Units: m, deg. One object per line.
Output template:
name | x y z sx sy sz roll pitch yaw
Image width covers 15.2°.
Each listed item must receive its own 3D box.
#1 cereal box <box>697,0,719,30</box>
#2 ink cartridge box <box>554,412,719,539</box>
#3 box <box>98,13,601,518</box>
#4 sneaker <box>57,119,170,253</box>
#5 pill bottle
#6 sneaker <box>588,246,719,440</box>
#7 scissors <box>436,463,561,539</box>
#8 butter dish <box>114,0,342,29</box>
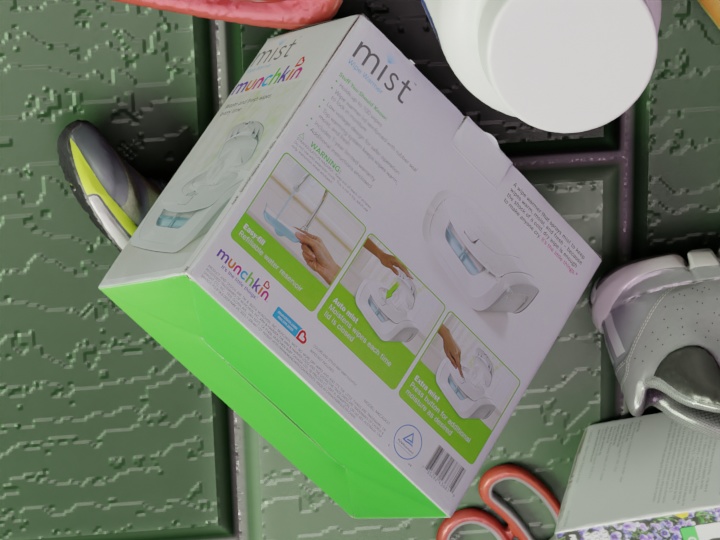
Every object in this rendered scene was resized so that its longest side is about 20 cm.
cereal box | 0.268 -0.191 1.428 0.200 0.040 0.144 -38 114 10
ink cartridge box | 0.214 0.117 1.481 0.200 0.109 0.050 -11 117 21
box | 0.000 0.000 1.397 0.200 0.097 0.177 43 63 -24
sneaker | -0.079 -0.021 1.451 0.200 0.074 0.081 41 89 -23
pill bottle | 0.087 -0.140 1.340 0.111 0.200 0.111 -3 114 -6
sneaker | 0.232 0.038 1.474 0.200 0.116 0.075 -15 152 7
scissors | 0.122 0.196 1.589 0.073 0.014 0.200 -39 110 8
butter dish | -0.080 -0.207 1.320 0.200 0.148 0.200 10 111 -11
